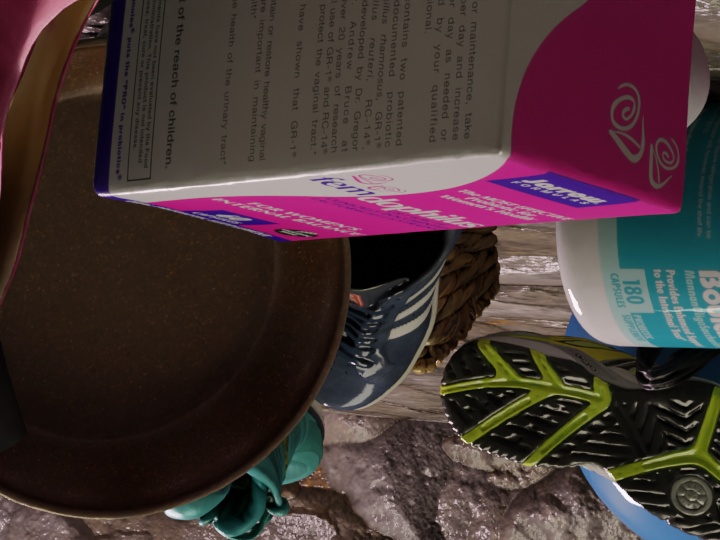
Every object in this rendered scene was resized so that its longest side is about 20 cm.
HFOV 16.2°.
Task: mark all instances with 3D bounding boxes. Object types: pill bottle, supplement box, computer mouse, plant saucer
[{"bbox_3d":[0.194,-0.020,1.111,0.199,0.112,0.111,0,171,30],"label":"pill bottle"},{"bbox_3d":[0.010,-0.072,0.893,0.199,0.104,0.101,-5,166,44],"label":"supplement box"},{"bbox_3d":[0.213,0.008,1.195,0.199,0.034,0.059,-29,-145,-14],"label":"computer mouse"},{"bbox_3d":[-0.104,0.002,1.049,0.199,0.202,0.037,8,-171,-18],"label":"plant saucer"}]

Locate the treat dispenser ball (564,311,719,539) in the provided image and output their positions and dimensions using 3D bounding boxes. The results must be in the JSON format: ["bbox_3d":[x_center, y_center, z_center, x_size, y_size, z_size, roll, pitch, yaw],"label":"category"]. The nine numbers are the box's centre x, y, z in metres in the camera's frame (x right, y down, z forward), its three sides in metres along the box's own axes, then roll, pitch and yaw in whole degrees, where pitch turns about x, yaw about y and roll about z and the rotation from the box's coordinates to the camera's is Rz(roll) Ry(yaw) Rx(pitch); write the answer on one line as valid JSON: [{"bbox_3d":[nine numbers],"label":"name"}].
[{"bbox_3d":[0.205,0.058,1.334,0.199,0.202,0.201,5,172,1],"label":"treat dispenser ball"}]

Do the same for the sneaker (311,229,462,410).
[{"bbox_3d":[0.000,0.000,1.123,0.075,0.085,0.201,26,131,8],"label":"sneaker"}]

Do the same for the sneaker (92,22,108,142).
[{"bbox_3d":[-0.097,-0.033,1.135,0.114,0.075,0.200,16,132,-19],"label":"sneaker"}]

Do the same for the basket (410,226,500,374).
[{"bbox_3d":[-0.036,-0.044,1.263,0.199,0.150,0.143,1,-156,25],"label":"basket"}]

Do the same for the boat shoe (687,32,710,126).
[{"bbox_3d":[0.054,-0.081,0.983,0.199,0.072,0.062,3,-163,39],"label":"boat shoe"}]

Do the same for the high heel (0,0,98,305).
[{"bbox_3d":[-0.096,-0.062,0.829,0.200,0.096,0.067,-36,-178,26],"label":"high heel"}]

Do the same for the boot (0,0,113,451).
[{"bbox_3d":[-0.151,-0.024,0.924,0.164,0.201,0.066,-2,-165,14],"label":"boot"}]

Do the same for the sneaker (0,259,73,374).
[{"bbox_3d":[-0.202,-0.032,1.086,0.200,0.080,0.078,38,156,4],"label":"sneaker"}]

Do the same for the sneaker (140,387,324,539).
[{"bbox_3d":[-0.064,0.089,1.184,0.077,0.080,0.200,-21,167,13],"label":"sneaker"}]

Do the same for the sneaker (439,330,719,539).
[{"bbox_3d":[0.141,0.071,1.219,0.199,0.076,0.076,23,-161,10],"label":"sneaker"}]
